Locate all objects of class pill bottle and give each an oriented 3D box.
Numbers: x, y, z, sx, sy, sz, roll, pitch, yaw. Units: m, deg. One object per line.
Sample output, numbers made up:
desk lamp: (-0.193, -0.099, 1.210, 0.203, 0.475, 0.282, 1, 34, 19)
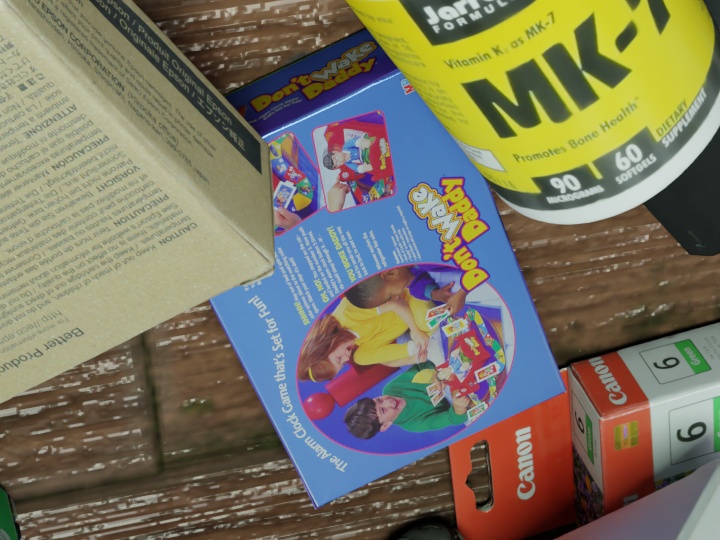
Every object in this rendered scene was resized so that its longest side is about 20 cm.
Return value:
pill bottle: (0.053, -0.119, 0.714, 0.114, 0.115, 0.200, -37, 129, 8)

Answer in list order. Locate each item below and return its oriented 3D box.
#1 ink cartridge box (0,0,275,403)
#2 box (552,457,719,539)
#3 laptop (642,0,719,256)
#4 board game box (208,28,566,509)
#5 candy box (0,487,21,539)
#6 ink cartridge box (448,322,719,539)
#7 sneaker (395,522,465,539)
ink cartridge box: (-0.158, -0.031, 0.722, 0.199, 0.075, 0.165, -26, 133, 21)
box: (0.158, 0.218, 0.896, 0.152, 0.106, 0.200, -32, 97, 38)
laptop: (0.194, -0.124, 0.855, 0.177, 0.103, 0.201, 42, 77, -34)
board game box: (0.000, 0.000, 0.851, 0.134, 0.045, 0.201, -25, 125, -1)
candy box: (-0.273, 0.111, 0.817, 0.169, 0.077, 0.200, -37, 126, 7)
ink cartridge box: (0.147, 0.094, 0.954, 0.199, 0.050, 0.110, -15, 125, -10)
sneaker: (0.054, 0.215, 1.002, 0.085, 0.078, 0.201, -37, 127, -38)
